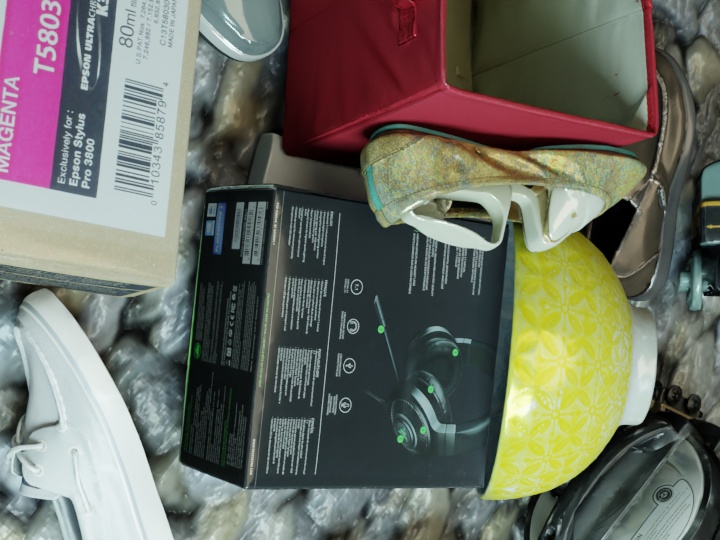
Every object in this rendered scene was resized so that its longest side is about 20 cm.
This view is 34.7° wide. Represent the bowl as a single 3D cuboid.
[{"bbox_3d":[0.142,0.060,0.794,0.106,0.200,0.204,5,89,1],"label":"bowl"}]

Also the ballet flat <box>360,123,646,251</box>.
[{"bbox_3d":[0.092,-0.044,0.705,0.197,0.070,0.072,4,90,-25],"label":"ballet flat"}]

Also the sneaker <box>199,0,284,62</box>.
[{"bbox_3d":[-0.077,-0.227,0.690,0.083,0.120,0.202,-35,111,-27],"label":"sneaker"}]

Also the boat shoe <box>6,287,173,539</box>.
[{"bbox_3d":[-0.170,0.113,0.681,0.068,0.072,0.203,-26,114,-28],"label":"boat shoe"}]

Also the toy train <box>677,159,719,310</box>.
[{"bbox_3d":[0.303,-0.025,0.938,0.200,0.084,0.116,10,82,-75],"label":"toy train"}]

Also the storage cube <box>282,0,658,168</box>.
[{"bbox_3d":[0.064,-0.162,0.741,0.197,0.179,0.174,6,80,-33],"label":"storage cube"}]

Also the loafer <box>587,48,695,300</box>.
[{"bbox_3d":[0.215,-0.078,0.917,0.070,0.073,0.204,2,91,-34],"label":"loafer"}]

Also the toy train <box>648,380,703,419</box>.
[{"bbox_3d":[0.220,0.102,0.963,0.198,0.034,0.047,23,83,-33],"label":"toy train"}]

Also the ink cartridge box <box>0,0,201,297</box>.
[{"bbox_3d":[-0.179,-0.097,0.640,0.163,0.075,0.204,10,79,-35],"label":"ink cartridge box"}]

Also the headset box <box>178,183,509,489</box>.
[{"bbox_3d":[-0.002,0.045,0.740,0.197,0.092,0.178,6,89,-34],"label":"headset box"}]

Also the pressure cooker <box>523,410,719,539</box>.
[{"bbox_3d":[0.221,0.219,0.888,0.201,0.177,0.177,51,32,-24],"label":"pressure cooker"}]

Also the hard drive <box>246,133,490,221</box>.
[{"bbox_3d":[0.000,0.000,0.811,0.198,0.027,0.134,18,82,-34],"label":"hard drive"}]
